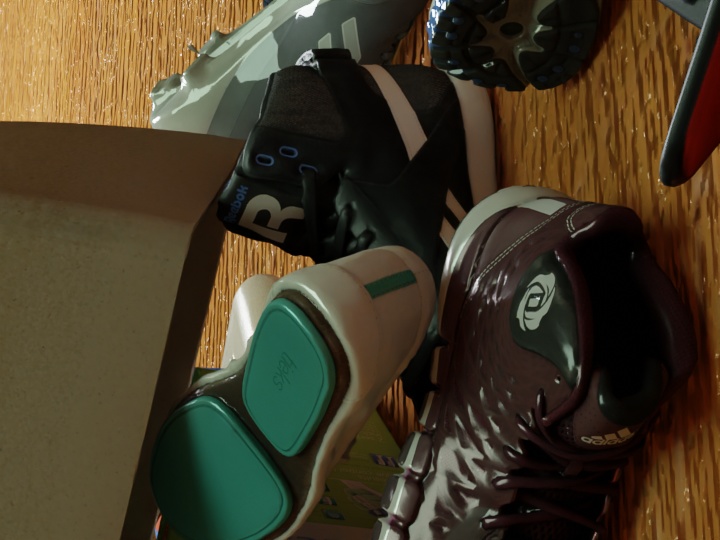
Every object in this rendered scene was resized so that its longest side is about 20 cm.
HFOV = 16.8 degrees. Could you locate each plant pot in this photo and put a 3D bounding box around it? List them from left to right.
[{"bbox_3d":[-0.162,0.036,1.001,0.200,0.176,0.201,-72,-3,-77],"label":"plant pot"}]

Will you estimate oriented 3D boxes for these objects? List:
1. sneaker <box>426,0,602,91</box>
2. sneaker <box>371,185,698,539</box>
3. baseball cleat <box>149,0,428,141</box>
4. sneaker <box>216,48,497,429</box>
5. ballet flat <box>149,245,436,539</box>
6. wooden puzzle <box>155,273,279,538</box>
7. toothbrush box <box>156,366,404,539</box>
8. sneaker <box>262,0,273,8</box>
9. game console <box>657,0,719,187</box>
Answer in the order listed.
[{"bbox_3d":[0.067,-0.151,0.846,0.200,0.076,0.086,122,154,-54],"label":"sneaker"},{"bbox_3d":[0.058,0.069,0.796,0.115,0.075,0.202,176,101,-70],"label":"sneaker"},{"bbox_3d":[-0.003,-0.091,1.078,0.199,0.107,0.070,-29,21,39],"label":"baseball cleat"},{"bbox_3d":[0.000,0.000,0.943,0.073,0.111,0.201,113,157,-45],"label":"sneaker"},{"bbox_3d":[-0.020,0.048,0.888,0.200,0.069,0.070,127,146,-58],"label":"ballet flat"},{"bbox_3d":[-0.071,0.130,1.245,0.186,0.046,0.201,-106,28,-52],"label":"wooden puzzle"},{"bbox_3d":[-0.029,0.148,1.028,0.200,0.085,0.147,-124,45,-66],"label":"toothbrush box"},{"bbox_3d":[-0.056,-0.148,1.131,0.077,0.145,0.204,-116,35,-58],"label":"sneaker"},{"bbox_3d":[0.094,-0.151,0.655,0.172,0.118,0.201,41,126,41],"label":"game console"}]
